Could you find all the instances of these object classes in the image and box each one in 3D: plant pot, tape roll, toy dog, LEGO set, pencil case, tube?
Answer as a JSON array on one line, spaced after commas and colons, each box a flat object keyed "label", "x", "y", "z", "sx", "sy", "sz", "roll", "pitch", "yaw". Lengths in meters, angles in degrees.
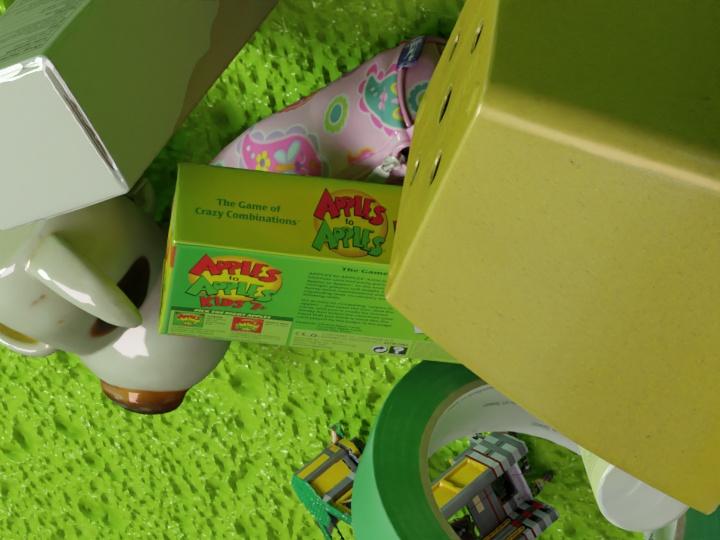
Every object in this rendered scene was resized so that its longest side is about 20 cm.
[{"label": "plant pot", "x": 0.118, "y": -0.048, "z": 0.976, "sx": 0.175, "sy": 0.201, "sz": 0.201, "roll": 19, "pitch": 135, "yaw": -7}, {"label": "tape roll", "x": 0.095, "y": 0.127, "z": 1.159, "sx": 0.199, "sy": 0.201, "sz": 0.048, "roll": 27, "pitch": 136, "yaw": 6}, {"label": "toy dog", "x": -0.147, "y": -0.005, "z": 1.228, "sx": 0.193, "sy": 0.140, "sz": 0.200, "roll": 19, "pitch": 168, "yaw": 40}, {"label": "LEGO set", "x": 0.062, "y": 0.165, "z": 1.302, "sx": 0.201, "sy": 0.116, "sz": 0.153, "roll": 60, "pitch": 159, "yaw": -19}, {"label": "pencil case", "x": -0.013, "y": -0.052, "z": 1.156, "sx": 0.199, "sy": 0.088, "sz": 0.088, "roll": -25, "pitch": 111, "yaw": 42}, {"label": "tube", "x": 0.122, "y": 0.050, "z": 1.104, "sx": 0.052, "sy": 0.201, "sz": 0.058, "roll": 20, "pitch": 115, "yaw": -20}]

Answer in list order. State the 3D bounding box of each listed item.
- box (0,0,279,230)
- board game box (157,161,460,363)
[{"label": "box", "x": -0.122, "y": -0.115, "z": 1.083, "sx": 0.094, "sy": 0.200, "sz": 0.078, "roll": -14, "pitch": 119, "yaw": 36}, {"label": "board game box", "x": 0.000, "y": 0.000, "z": 1.116, "sx": 0.198, "sy": 0.048, "sz": 0.102, "roll": 6, "pitch": 151, "yaw": -7}]
